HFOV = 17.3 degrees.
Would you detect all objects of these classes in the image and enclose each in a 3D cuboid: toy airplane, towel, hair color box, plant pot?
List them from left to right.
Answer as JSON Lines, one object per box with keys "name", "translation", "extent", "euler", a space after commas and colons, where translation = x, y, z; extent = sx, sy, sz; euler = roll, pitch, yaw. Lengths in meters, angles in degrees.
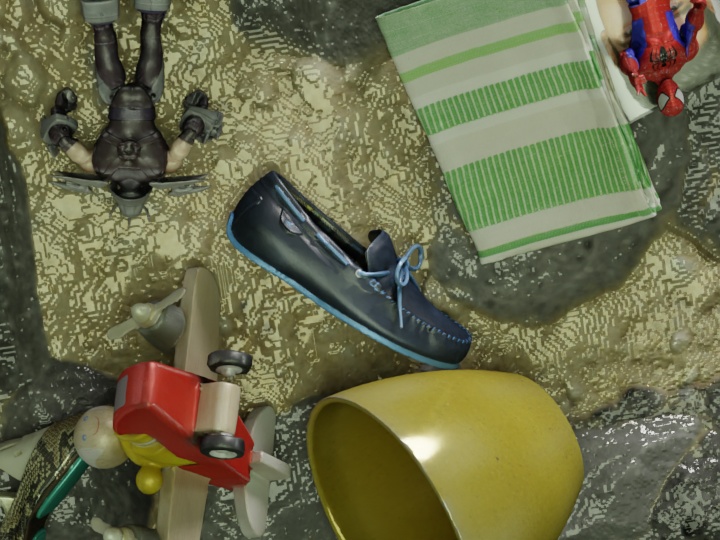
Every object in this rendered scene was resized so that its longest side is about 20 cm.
{"name": "toy airplane", "translation": [-0.131, 0.120, 1.674], "extent": [0.141, 0.200, 0.200], "euler": [0, 114, 10]}
{"name": "plant pot", "translation": [0.076, 0.150, 1.697], "extent": [0.142, 0.200, 0.201], "euler": [-28, 105, -25]}
{"name": "towel", "translation": [0.114, -0.111, 1.684], "extent": [0.152, 0.023, 0.201], "euler": [-16, 107, 26]}
{"name": "hair color box", "translation": [0.187, -0.217, 1.677], "extent": [0.099, 0.061, 0.200], "euler": [-27, 104, 1]}

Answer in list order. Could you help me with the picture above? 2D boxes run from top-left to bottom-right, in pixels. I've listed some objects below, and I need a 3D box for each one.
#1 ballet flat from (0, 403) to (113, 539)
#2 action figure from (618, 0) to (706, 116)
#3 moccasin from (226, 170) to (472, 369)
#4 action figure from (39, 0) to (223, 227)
{"name": "ballet flat", "translation": [-0.250, 0.173, 1.728], "extent": [0.075, 0.068, 0.200], "euler": [28, 101, 6]}
{"name": "action figure", "translation": [0.196, -0.196, 1.605], "extent": [0.065, 0.099, 0.201], "euler": [-15, 106, 0]}
{"name": "moccasin", "translation": [0.000, 0.000, 1.699], "extent": [0.200, 0.080, 0.068], "euler": [31, 100, -11]}
{"name": "action figure", "translation": [-0.161, -0.127, 1.667], "extent": [0.130, 0.069, 0.201], "euler": [-2, 106, -12]}
